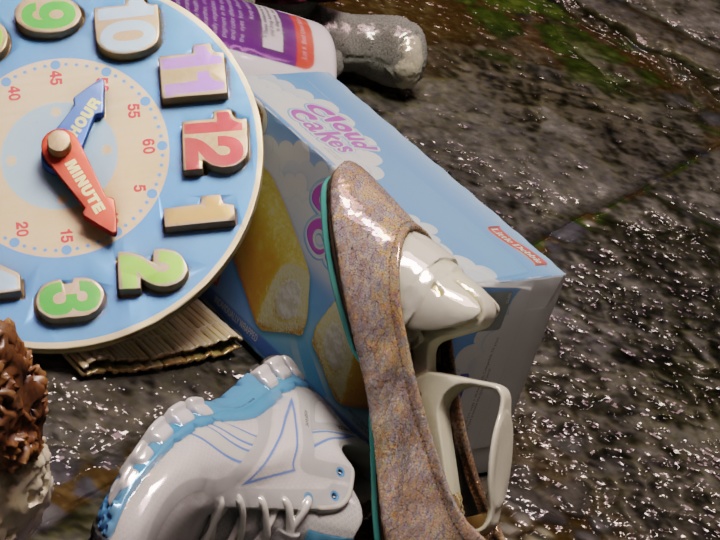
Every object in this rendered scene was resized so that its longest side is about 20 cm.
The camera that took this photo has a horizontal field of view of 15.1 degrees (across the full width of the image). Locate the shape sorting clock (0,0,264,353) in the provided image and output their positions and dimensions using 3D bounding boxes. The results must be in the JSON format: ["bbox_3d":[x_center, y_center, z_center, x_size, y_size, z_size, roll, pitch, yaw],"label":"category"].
[{"bbox_3d":[-0.146,-0.055,1.313,0.199,0.039,0.201,1,66,-2],"label":"shape sorting clock"}]

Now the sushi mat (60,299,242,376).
[{"bbox_3d":[-0.152,-0.009,1.365,0.095,0.012,0.200,-8,37,-41],"label":"sushi mat"}]

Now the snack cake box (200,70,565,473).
[{"bbox_3d":[0.000,0.000,1.326,0.067,0.116,0.200,-6,35,-40],"label":"snack cake box"}]

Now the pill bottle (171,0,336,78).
[{"bbox_3d":[-0.122,-0.101,1.426,0.199,0.112,0.112,14,27,-20],"label":"pill bottle"}]

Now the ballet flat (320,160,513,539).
[{"bbox_3d":[0.033,0.044,1.202,0.067,0.201,0.068,-13,-7,24],"label":"ballet flat"}]

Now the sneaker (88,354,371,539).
[{"bbox_3d":[-0.046,0.098,1.168,0.086,0.075,0.200,34,28,14],"label":"sneaker"}]

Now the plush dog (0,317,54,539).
[{"bbox_3d":[-0.193,0.094,1.019,0.171,0.200,0.161,-17,76,-34],"label":"plush dog"}]

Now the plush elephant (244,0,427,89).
[{"bbox_3d":[-0.054,-0.194,1.589,0.199,0.166,0.155,-6,-8,-11],"label":"plush elephant"}]
